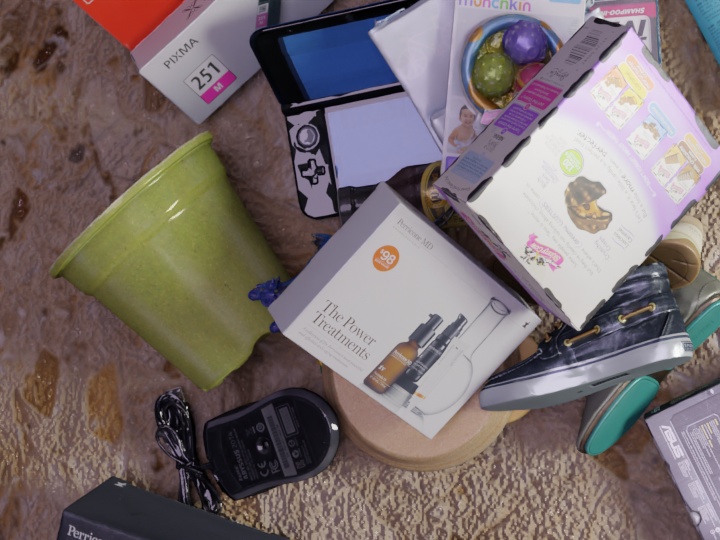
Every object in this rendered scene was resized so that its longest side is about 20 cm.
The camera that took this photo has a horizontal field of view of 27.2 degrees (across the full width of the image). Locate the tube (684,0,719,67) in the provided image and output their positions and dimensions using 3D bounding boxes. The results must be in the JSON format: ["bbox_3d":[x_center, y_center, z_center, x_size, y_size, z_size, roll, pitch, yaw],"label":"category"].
[{"bbox_3d":[0.333,-0.239,1.353,0.077,0.050,0.202,-23,80,7],"label":"tube"}]

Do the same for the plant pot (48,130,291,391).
[{"bbox_3d":[-0.157,0.004,1.400,0.200,0.200,0.184,-42,93,9],"label":"plant pot"}]

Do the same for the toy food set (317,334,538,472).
[{"bbox_3d":[0.058,0.088,1.408,0.200,0.049,0.198,-41,81,10],"label":"toy food set"}]

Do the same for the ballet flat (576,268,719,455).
[{"bbox_3d":[0.257,0.080,1.365,0.200,0.067,0.064,-49,53,7],"label":"ballet flat"}]

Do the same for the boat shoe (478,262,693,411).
[{"bbox_3d":[0.192,0.062,1.326,0.199,0.071,0.092,-19,72,22],"label":"boat shoe"}]

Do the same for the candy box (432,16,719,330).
[{"bbox_3d":[0.188,-0.081,1.255,0.200,0.071,0.168,-46,118,-4],"label":"candy box"}]

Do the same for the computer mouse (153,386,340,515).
[{"bbox_3d":[-0.099,0.164,1.444,0.199,0.053,0.140,-17,88,26],"label":"computer mouse"}]

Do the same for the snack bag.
[{"bbox_3d":[0.134,-0.179,1.313,0.188,0.021,0.201,-32,95,1],"label":"snack bag"}]

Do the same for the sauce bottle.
[{"bbox_3d":[0.079,-0.069,1.373,0.198,0.066,0.067,-10,87,7],"label":"sauce bottle"}]

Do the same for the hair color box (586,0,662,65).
[{"bbox_3d":[0.227,-0.163,1.366,0.099,0.060,0.202,-3,89,13],"label":"hair color box"}]

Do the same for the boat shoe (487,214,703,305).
[{"bbox_3d":[0.215,-0.016,1.367,0.198,0.065,0.073,-7,125,25],"label":"boat shoe"}]

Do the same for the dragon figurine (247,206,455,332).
[{"bbox_3d":[0.000,0.000,1.332,0.198,0.100,0.059,-14,120,13],"label":"dragon figurine"}]

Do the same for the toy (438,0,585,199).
[{"bbox_3d":[0.134,-0.156,1.281,0.114,0.047,0.202,5,96,-4],"label":"toy"}]

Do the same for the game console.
[{"bbox_3d":[0.014,-0.149,1.385,0.198,0.118,0.172,-10,87,13],"label":"game console"}]

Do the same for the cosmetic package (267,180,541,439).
[{"bbox_3d":[0.041,0.039,1.301,0.200,0.052,0.151,37,98,-33],"label":"cosmetic package"}]

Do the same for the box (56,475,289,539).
[{"bbox_3d":[-0.192,0.330,1.413,0.195,0.117,0.202,16,102,13],"label":"box"}]

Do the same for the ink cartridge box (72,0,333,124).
[{"bbox_3d":[-0.141,-0.259,1.401,0.200,0.173,0.044,-41,43,9],"label":"ink cartridge box"}]

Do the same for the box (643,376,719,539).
[{"bbox_3d":[0.368,0.187,1.337,0.157,0.048,0.201,-28,84,10],"label":"box"}]
